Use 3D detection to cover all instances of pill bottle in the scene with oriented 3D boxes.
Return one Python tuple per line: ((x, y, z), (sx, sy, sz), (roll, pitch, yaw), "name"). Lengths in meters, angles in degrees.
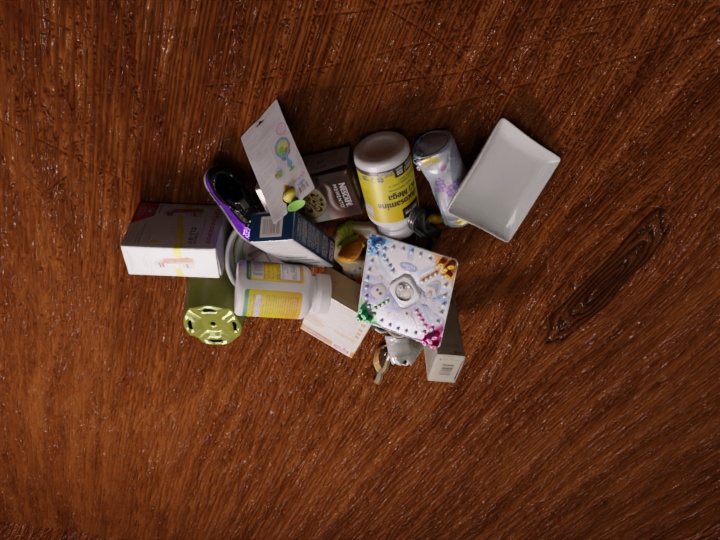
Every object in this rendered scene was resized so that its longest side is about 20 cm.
((0.058, -0.162, 1.143), (0.109, 0.114, 0.203), (-9, 134, 9), "pill bottle")
((-0.163, 0.043, 1.204), (0.194, 0.115, 0.114), (4, 135, -15), "pill bottle")

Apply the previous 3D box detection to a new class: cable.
((0.122, -0.086, 1.184), (0.098, 0.050, 0.199), (-55, 154, 12), "cable")

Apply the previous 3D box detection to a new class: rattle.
((0.000, 0.000, 1.288), (0.127, 0.144, 0.204), (-10, 130, -15), "rattle")

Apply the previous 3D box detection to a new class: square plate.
((0.281, -0.174, 1.131), (0.197, 0.029, 0.201), (19, 109, -35), "square plate")

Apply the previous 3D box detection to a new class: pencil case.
((0.173, -0.180, 1.140), (0.082, 0.091, 0.201), (18, 153, 44), "pencil case")

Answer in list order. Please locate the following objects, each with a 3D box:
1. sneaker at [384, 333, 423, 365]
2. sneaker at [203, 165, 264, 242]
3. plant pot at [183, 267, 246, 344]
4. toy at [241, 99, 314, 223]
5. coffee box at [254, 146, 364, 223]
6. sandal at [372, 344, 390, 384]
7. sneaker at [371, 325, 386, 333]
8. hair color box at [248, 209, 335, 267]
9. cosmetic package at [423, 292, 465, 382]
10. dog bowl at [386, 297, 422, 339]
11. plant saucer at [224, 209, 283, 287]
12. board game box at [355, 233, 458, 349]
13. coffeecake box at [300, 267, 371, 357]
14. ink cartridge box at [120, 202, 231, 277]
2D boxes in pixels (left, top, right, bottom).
((0.120, 0.202, 1.470), (0.069, 0.083, 0.198), (-7, 173, 32), "sneaker")
((-0.238, -0.126, 1.152), (0.070, 0.099, 0.201), (-46, 108, -15), "sneaker")
((-0.322, 0.058, 1.308), (0.194, 0.187, 0.204), (0, 135, 0), "plant pot")
((-0.149, -0.202, 1.078), (0.114, 0.204, 0.047), (-35, 155, 29), "toy")
((-0.098, -0.164, 1.158), (0.195, 0.081, 0.114), (-10, 133, 16), "coffee box")
((0.060, 0.241, 1.569), (0.053, 0.081, 0.202), (26, 137, 4), "sandal")
((0.036, 0.100, 1.421), (0.195, 0.081, 0.079), (13, 135, -10), "sneaker")
((-0.133, -0.059, 1.159), (0.097, 0.062, 0.200), (-1, 165, 20), "hair color box")
((0.197, 0.156, 1.387), (0.069, 0.203, 0.107), (5, 136, -6), "cosmetic package")
((0.113, 0.051, 1.302), (0.072, 0.203, 0.202), (0, 138, -26), "dog bowl")
((-0.210, -0.037, 1.271), (0.195, 0.050, 0.206), (-8, 107, -25), "plant saucer")
((0.090, 0.046, 1.188), (0.195, 0.026, 0.205), (18, 115, 19), "board game box")
((-0.049, 0.105, 1.369), (0.151, 0.074, 0.201), (29, 144, 2), "coffeecake box")
((-0.385, -0.067, 1.218), (0.194, 0.147, 0.085), (2, 134, -2), "ink cartridge box")
